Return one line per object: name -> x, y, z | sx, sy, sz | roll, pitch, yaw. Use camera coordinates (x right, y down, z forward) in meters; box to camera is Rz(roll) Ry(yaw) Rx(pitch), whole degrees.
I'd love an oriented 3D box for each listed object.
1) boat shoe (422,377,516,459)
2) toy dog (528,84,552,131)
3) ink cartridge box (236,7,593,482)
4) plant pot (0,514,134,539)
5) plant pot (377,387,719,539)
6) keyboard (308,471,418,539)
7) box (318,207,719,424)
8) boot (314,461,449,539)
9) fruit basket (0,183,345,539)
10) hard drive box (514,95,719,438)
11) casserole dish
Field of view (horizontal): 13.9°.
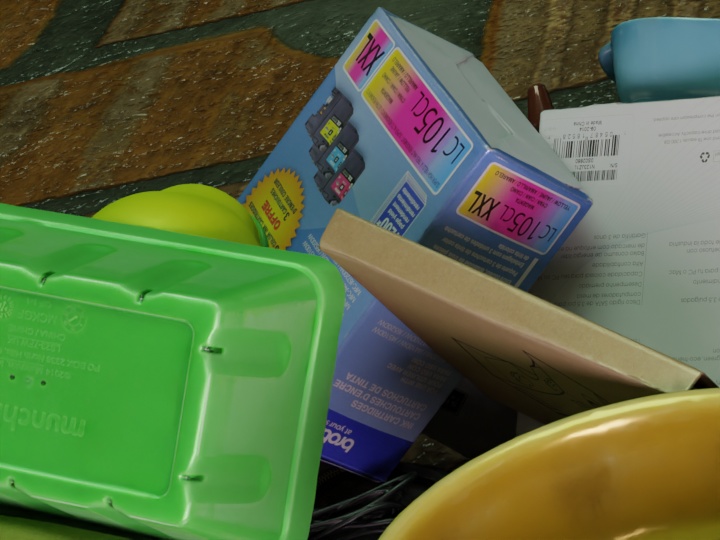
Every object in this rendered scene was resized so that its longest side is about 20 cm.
boat shoe -> 0.021, 0.035, 1.486 | 0.071, 0.199, 0.064 | -55, 7, 26
toy dog -> 0.079, -0.046, 1.620 | 0.131, 0.097, 0.200 | -24, -2, 22
ink cartridge box -> 0.000, 0.000, 1.363 | 0.200, 0.076, 0.137 | -55, 37, 16
plant pot -> -0.098, 0.188, 1.207 | 0.199, 0.188, 0.187 | 0, 23, 2
plant pot -> 0.117, 0.170, 1.037 | 0.200, 0.190, 0.201 | -15, 21, 6
keyboard -> -0.029, 0.152, 1.307 | 0.199, 0.105, 0.040 | -13, -13, 9
box -> 0.093, 0.047, 1.216 | 0.200, 0.163, 0.021 | 26, 80, 40
boot -> -0.034, 0.153, 1.369 | 0.174, 0.069, 0.200 | -39, 44, -16
fruit basket -> -0.102, 0.037, 1.275 | 0.214, 0.156, 0.216 | 9, 1, 0
hard drive box -> 0.154, 0.028, 1.325 | 0.155, 0.201, 0.077 | -2, -12, 39
casserole dish -> 0.206, -0.075, 1.384 | 0.199, 0.121, 0.039 | 5, 71, 21
